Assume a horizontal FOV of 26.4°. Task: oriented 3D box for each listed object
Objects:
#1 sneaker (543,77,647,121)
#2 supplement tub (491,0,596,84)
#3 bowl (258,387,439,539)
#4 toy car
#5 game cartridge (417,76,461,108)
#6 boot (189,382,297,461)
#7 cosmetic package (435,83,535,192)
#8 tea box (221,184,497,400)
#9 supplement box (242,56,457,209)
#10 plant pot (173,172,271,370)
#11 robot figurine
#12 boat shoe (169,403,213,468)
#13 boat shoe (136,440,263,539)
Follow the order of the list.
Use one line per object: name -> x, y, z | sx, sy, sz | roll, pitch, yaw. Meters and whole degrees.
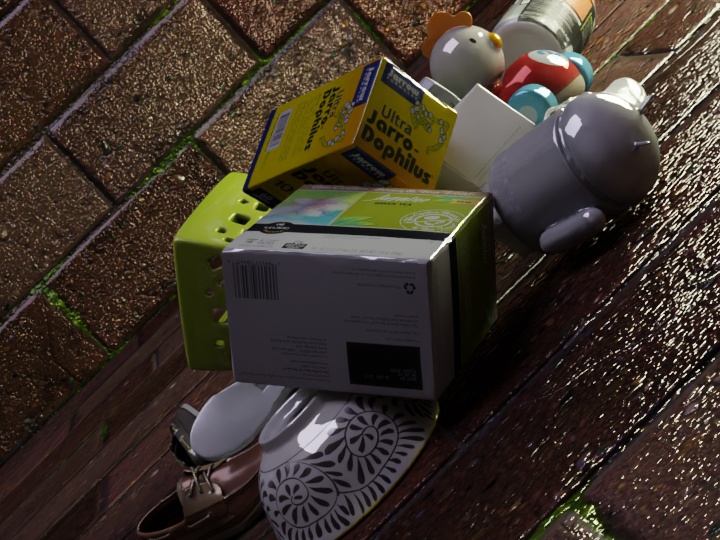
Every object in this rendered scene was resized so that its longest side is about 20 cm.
sneaker -> 0.247, -0.162, 1.649 | 0.070, 0.080, 0.200 | -36, 12, 46
supplement tub -> 0.265, -0.345, 2.195 | 0.122, 0.123, 0.200 | -36, 12, 39
bowl -> -0.032, 0.159, 1.404 | 0.201, 0.094, 0.201 | -43, 10, 9
toy car -> 0.163, -0.251, 1.922 | 0.177, 0.200, 0.184 | -37, 4, 34
game cartridge -> 0.093, -0.126, 1.802 | 0.133, 0.200, 0.041 | -42, 40, -5
boot -> -0.115, 0.157, 1.806 | 0.200, 0.073, 0.096 | -45, -23, -15
cosmetic package -> 0.115, -0.097, 1.683 | 0.108, 0.085, 0.200 | -48, -13, -22
tea box -> 0.005, 0.014, 1.412 | 0.198, 0.135, 0.197 | 4, 21, 20
supplement box -> -0.013, -0.121, 1.581 | 0.199, 0.109, 0.110 | -18, 47, 51
plant pot -> -0.114, 0.009, 1.969 | 0.180, 0.200, 0.200 | 8, 32, 18
robot figurine -> 0.200, -0.091, 1.443 | 0.200, 0.112, 0.171 | -36, 39, 38
boat shoe -> -0.212, 0.216, 1.946 | 0.060, 0.072, 0.201 | -42, 13, -17
boat shoe -> -0.157, 0.239, 1.596 | 0.200, 0.072, 0.076 | -43, 28, 22
